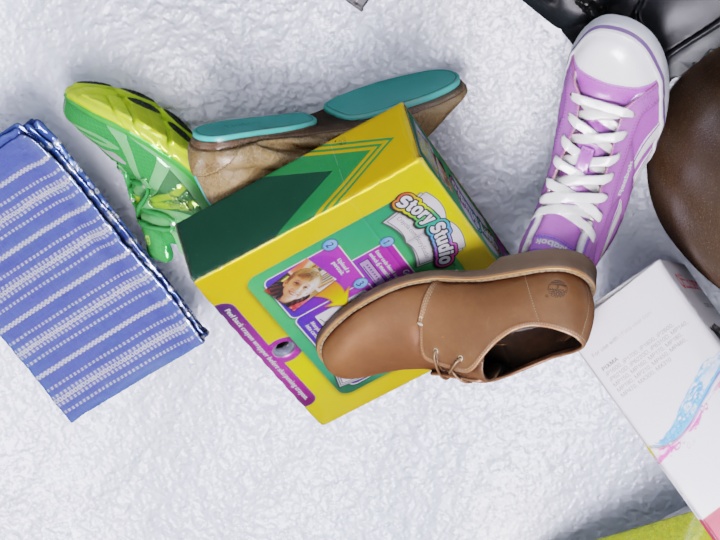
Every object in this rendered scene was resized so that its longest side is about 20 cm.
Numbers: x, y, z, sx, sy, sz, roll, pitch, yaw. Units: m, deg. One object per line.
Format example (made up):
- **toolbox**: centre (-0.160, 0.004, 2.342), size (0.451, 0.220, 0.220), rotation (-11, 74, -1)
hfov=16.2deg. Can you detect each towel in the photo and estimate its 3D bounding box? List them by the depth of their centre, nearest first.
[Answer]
- **towel**: centre (-0.214, 0.002, 1.751), size (0.144, 0.024, 0.200), rotation (-30, 106, 31)

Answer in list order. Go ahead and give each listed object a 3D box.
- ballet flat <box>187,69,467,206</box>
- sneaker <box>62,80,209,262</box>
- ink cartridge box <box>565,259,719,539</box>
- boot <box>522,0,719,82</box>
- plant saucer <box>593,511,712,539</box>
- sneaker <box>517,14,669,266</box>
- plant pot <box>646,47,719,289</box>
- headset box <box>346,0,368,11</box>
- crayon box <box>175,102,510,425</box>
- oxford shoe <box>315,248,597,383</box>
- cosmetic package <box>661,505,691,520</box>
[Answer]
- **ballet flat**: centre (-0.019, -0.079, 1.696), size (0.199, 0.068, 0.073), rotation (-16, 112, -21)
- **sneaker**: centre (-0.129, -0.051, 1.725), size (0.200, 0.074, 0.084), rotation (41, 101, -12)
- **ink cartridge box**: centre (0.233, 0.096, 1.693), size (0.085, 0.148, 0.201), rotation (-35, 81, 10)
- **boot**: centre (0.188, -0.221, 1.656), size (0.200, 0.077, 0.168), rotation (-39, 108, 19)
- **plant saucer**: centre (0.214, 0.277, 1.789), size (0.199, 0.048, 0.200), rotation (-23, 110, 44)
- **sneaker**: centre (0.149, -0.061, 1.659), size (0.072, 0.114, 0.201), rotation (17, 130, 12)
- **plant pot**: centre (0.288, -0.043, 1.651), size (0.186, 0.200, 0.188), rotation (0, 109, 1)
- **headset box**: centre (-0.028, -0.300, 1.626), size (0.199, 0.093, 0.174), rotation (34, 107, -9)
- **crayon box**: centre (0.000, 0.000, 1.699), size (0.172, 0.058, 0.200), rotation (-28, 139, 9)
- **oxford shoe**: centre (0.058, 0.043, 1.650), size (0.199, 0.072, 0.071), rotation (-16, 142, 25)
- **cosmetic package**: centre (0.325, 0.187, 1.795), size (0.199, 0.071, 0.102), rotation (-26, 108, 10)
